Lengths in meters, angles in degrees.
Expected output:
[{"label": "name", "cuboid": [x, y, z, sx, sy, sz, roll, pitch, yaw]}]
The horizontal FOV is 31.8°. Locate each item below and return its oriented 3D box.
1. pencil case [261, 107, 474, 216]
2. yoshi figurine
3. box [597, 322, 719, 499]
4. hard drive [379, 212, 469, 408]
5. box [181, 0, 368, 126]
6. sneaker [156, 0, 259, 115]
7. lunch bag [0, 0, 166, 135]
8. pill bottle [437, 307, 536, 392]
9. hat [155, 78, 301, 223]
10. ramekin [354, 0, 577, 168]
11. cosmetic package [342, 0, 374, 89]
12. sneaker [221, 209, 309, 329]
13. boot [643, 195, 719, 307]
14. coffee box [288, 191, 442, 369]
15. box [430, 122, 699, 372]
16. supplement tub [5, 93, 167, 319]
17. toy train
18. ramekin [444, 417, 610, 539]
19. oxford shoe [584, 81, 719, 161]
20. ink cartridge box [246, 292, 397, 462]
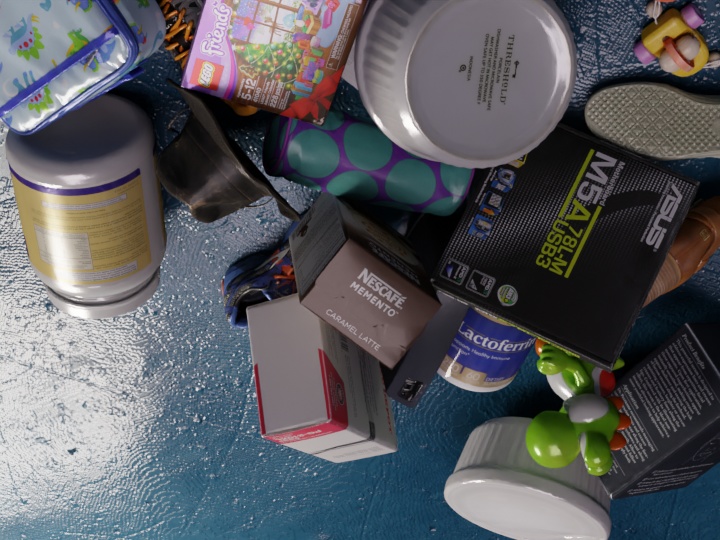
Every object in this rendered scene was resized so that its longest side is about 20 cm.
[{"label": "pencil case", "cuboid": [0.007, -0.115, 1.250, 0.200, 0.093, 0.085, 12, 163, -17]}, {"label": "yoshi figurine", "cuboid": [0.216, 0.135, 1.377, 0.112, 0.200, 0.112, 25, 130, -30]}, {"label": "box", "cuboid": [0.363, 0.155, 1.413, 0.148, 0.107, 0.200, 2, 142, -43]}, {"label": "hard drive", "cuboid": [0.063, 0.038, 1.355, 0.042, 0.135, 0.200, 6, 134, -19]}, {"label": "box", "cuboid": [-0.067, -0.237, 1.117, 0.137, 0.039, 0.200, 14, 120, -12]}, {"label": "sneaker", "cuboid": [-0.155, -0.223, 1.189, 0.200, 0.077, 0.078, 35, 127, -22]}, {"label": "lunch bag", "cuboid": [-0.285, -0.224, 1.159, 0.200, 0.082, 0.161, -23, 109, 36]}, {"label": "pill bottle", "cuboid": [0.149, 0.026, 1.353, 0.116, 0.116, 0.200, 15, 130, -8]}, {"label": "hat", "cuboid": [-0.146, -0.095, 1.211, 0.081, 0.201, 0.201, -40, 122, -2]}, {"label": "ramekin", "cuboid": [0.101, -0.184, 1.138, 0.202, 0.094, 0.203, -5, 111, -13]}, {"label": "cosmetic package", "cuboid": [-0.004, -0.228, 1.187, 0.200, 0.051, 0.083, 35, 119, -24]}, {"label": "sneaker", "cuboid": [-0.074, 0.005, 1.378, 0.075, 0.078, 0.200, 38, 124, -26]}, {"label": "boot", "cuboid": [0.308, -0.016, 1.326, 0.155, 0.200, 0.077, -37, 85, -11]}, {"label": "coffee box", "cuboid": [0.000, 0.000, 1.234, 0.114, 0.200, 0.080, 35, 102, -17]}, {"label": "box", "cuboid": [0.196, -0.032, 1.222, 0.193, 0.200, 0.048, 26, 175, 16]}, {"label": "supplement tub", "cuboid": [-0.274, -0.065, 1.291, 0.145, 0.145, 0.200, 3, 131, 2]}, {"label": "toy train", "cuboid": [0.331, -0.231, 1.153, 0.200, 0.056, 0.150, 16, 131, -8]}, {"label": "ramekin", "cuboid": [0.207, 0.251, 1.512, 0.202, 0.094, 0.202, 15, 153, 8]}, {"label": "oxford shoe", "cuboid": [0.318, -0.142, 1.231, 0.200, 0.058, 0.075, 4, 96, 7]}, {"label": "ink cartridge box", "cuboid": [-0.039, 0.121, 1.382, 0.084, 0.145, 0.200, -15, 159, 17]}]
